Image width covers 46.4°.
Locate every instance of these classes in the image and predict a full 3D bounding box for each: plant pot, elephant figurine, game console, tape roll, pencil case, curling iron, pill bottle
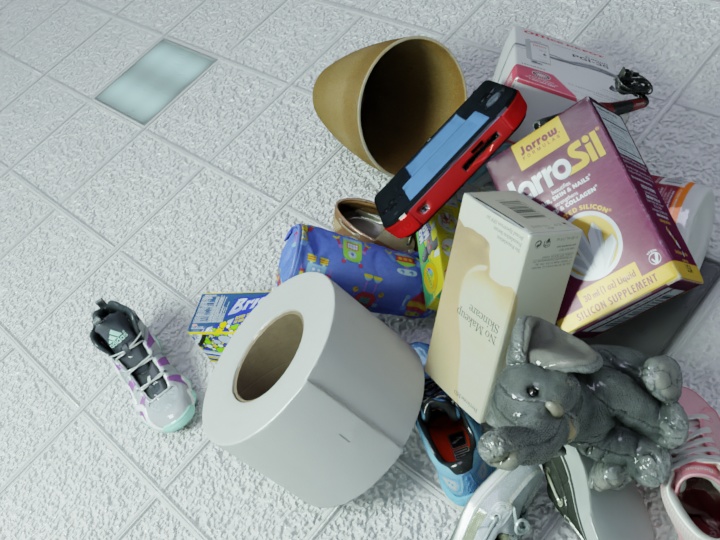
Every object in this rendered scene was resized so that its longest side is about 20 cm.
[{"bbox_3d":[0.021,-0.240,1.192,0.186,0.187,0.199,-43,35,-15],"label":"plant pot"},{"bbox_3d":[0.165,0.108,0.715,0.197,0.155,0.144,12,73,-16],"label":"elephant figurine"},{"bbox_3d":[0.093,-0.130,0.941,0.200,0.031,0.177,-45,19,9],"label":"game console"},{"bbox_3d":[-0.050,0.124,0.878,0.202,0.139,0.204,-36,32,26],"label":"tape roll"},{"bbox_3d":[0.000,0.000,0.976,0.197,0.078,0.088,12,55,-22],"label":"pencil case"},{"bbox_3d":[0.253,-0.178,0.916,0.198,0.026,0.050,-27,70,-33],"label":"curling iron"},{"bbox_3d":[0.282,-0.057,0.948,0.198,0.115,0.115,16,60,34],"label":"pill bottle"}]

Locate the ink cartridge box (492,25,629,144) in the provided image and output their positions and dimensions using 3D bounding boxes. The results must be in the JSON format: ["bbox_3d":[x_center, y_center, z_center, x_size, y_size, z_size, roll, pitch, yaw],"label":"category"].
[{"bbox_3d":[0.243,-0.219,1.049,0.144,0.084,0.201,17,34,-2],"label":"ink cartridge box"}]

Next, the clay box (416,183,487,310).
[{"bbox_3d":[0.125,-0.014,0.975,0.048,0.113,0.203,-50,33,44],"label":"clay box"}]

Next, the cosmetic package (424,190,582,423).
[{"bbox_3d":[0.134,0.034,0.823,0.070,0.203,0.105,-6,27,-32],"label":"cosmetic package"}]

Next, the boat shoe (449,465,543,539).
[{"bbox_3d":[0.116,0.265,0.783,0.064,0.075,0.203,29,71,32],"label":"boat shoe"}]

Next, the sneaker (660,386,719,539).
[{"bbox_3d":[0.302,0.173,0.754,0.074,0.105,0.202,-12,47,16],"label":"sneaker"}]

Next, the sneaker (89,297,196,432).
[{"bbox_3d":[-0.285,0.106,1.042,0.077,0.141,0.200,-39,47,-13],"label":"sneaker"}]

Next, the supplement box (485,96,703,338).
[{"bbox_3d":[0.235,-0.050,0.849,0.130,0.103,0.203,-32,69,29],"label":"supplement box"}]

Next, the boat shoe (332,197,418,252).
[{"bbox_3d":[0.048,-0.042,1.060,0.197,0.072,0.076,15,59,22],"label":"boat shoe"}]

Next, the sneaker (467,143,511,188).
[{"bbox_3d":[0.137,-0.150,1.112,0.198,0.082,0.074,-33,46,-5],"label":"sneaker"}]

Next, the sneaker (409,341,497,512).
[{"bbox_3d":[0.089,0.145,0.879,0.077,0.090,0.201,-26,46,1],"label":"sneaker"}]

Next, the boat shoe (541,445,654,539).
[{"bbox_3d":[0.213,0.204,0.794,0.070,0.064,0.202,5,51,-25],"label":"boat shoe"}]

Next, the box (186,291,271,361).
[{"bbox_3d":[-0.108,0.070,1.044,0.197,0.070,0.065,-2,52,23],"label":"box"}]
